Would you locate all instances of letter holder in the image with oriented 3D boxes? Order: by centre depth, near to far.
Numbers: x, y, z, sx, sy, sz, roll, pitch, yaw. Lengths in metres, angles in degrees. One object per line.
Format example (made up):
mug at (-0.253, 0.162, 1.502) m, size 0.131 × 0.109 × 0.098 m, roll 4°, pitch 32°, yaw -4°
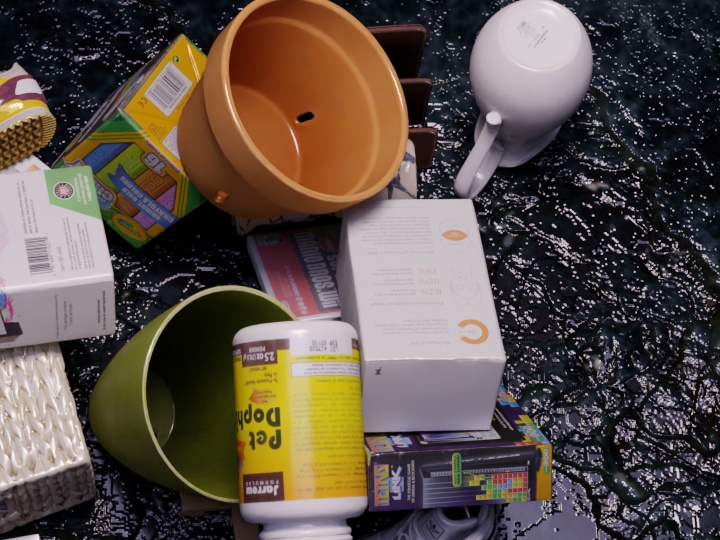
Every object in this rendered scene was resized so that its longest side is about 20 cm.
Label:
letter holder at (-0.026, -0.167, 1.701) m, size 0.198 × 0.142 × 0.101 m, roll -8°, pitch 67°, yaw -7°

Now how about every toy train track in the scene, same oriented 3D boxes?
toy train track at (-0.072, 0.216, 1.597) m, size 0.198 × 0.033 × 0.115 m, roll -3°, pitch 60°, yaw -11°

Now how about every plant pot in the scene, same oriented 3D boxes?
plant pot at (-0.161, 0.120, 1.529) m, size 0.186 × 0.199 × 0.189 m, roll 7°, pitch 78°, yaw -34°
plant pot at (-0.075, -0.133, 1.533) m, size 0.199 × 0.140 × 0.202 m, roll 15°, pitch 63°, yaw -32°

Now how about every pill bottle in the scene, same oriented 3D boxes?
pill bottle at (-0.050, 0.147, 1.412) m, size 0.108 × 0.109 × 0.202 m, roll -3°, pitch 82°, yaw -5°

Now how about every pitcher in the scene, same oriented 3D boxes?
pitcher at (0.153, -0.167, 1.683) m, size 0.121 × 0.200 × 0.172 m, roll 31°, pitch 69°, yaw 10°

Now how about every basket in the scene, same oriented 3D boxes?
basket at (-0.328, 0.128, 1.559) m, size 0.123 × 0.136 × 0.201 m, roll -16°, pitch 69°, yaw -12°

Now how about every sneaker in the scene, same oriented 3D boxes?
sneaker at (0.042, 0.254, 1.540) m, size 0.199 × 0.115 × 0.075 m, roll -27°, pitch 71°, yaw -14°
sneaker at (-0.395, -0.131, 1.594) m, size 0.199 × 0.075 × 0.090 m, roll -21°, pitch 61°, yaw -20°

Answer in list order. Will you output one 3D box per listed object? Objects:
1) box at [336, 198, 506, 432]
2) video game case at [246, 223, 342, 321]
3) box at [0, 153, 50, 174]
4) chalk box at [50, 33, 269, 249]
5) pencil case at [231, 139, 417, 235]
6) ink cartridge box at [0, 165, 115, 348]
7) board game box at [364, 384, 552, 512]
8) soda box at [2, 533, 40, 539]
box at (0.050, 0.038, 1.512) m, size 0.123 × 0.098 × 0.201 m, roll 0°, pitch 45°, yaw -7°
video game case at (0.000, 0.000, 1.637) m, size 0.198 × 0.018 × 0.143 m, roll -8°, pitch 39°, yaw -14°
box at (-0.387, -0.081, 1.662) m, size 0.200 × 0.102 × 0.113 m, roll 38°, pitch 69°, yaw 12°
chalk box at (-0.208, -0.115, 1.649) m, size 0.124 × 0.200 × 0.125 m, roll 43°, pitch 53°, yaw -14°
pencil case at (-0.035, -0.083, 1.667) m, size 0.198 × 0.089 × 0.078 m, roll -6°, pitch 83°, yaw -10°
ink cartridge box at (-0.330, -0.008, 1.510) m, size 0.198 × 0.084 × 0.145 m, roll -7°, pitch 49°, yaw -14°
board game box at (0.073, 0.159, 1.539) m, size 0.164 × 0.200 × 0.057 m, roll -4°, pitch 102°, yaw -7°
soda box at (-0.307, 0.344, 1.506) m, size 0.068 × 0.064 × 0.201 m, roll -8°, pitch 67°, yaw -7°
